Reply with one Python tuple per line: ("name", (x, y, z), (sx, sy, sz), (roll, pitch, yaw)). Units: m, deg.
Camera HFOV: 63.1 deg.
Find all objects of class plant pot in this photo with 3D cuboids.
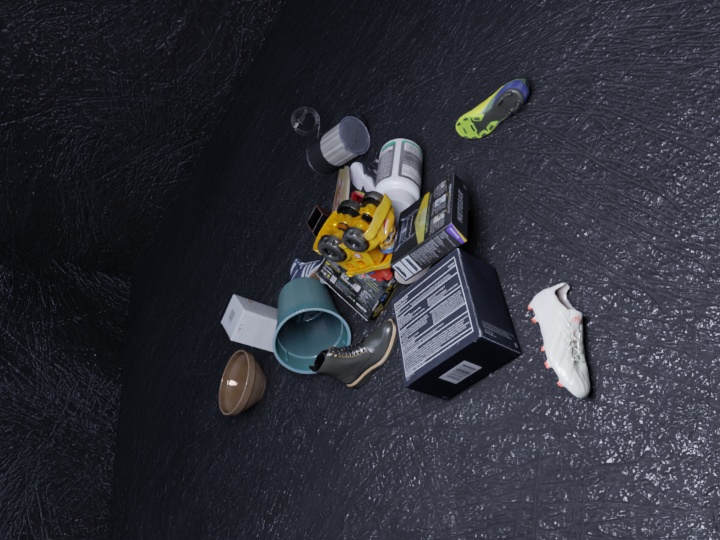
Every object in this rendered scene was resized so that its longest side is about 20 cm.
("plant pot", (-0.357, 0.356, 1.823), (0.200, 0.092, 0.204), (-36, 44, 43))
("plant pot", (-0.139, 0.129, 1.543), (0.201, 0.198, 0.197), (-56, 27, 20))

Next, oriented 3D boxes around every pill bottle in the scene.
("pill bottle", (0.092, -0.212, 1.419), (0.113, 0.112, 0.202), (-34, 36, 43))

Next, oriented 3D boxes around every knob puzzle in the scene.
("knob puzzle", (-0.043, -0.169, 1.526), (0.220, 0.030, 0.224), (-171, 90, -79))

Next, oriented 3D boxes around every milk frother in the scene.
("milk frother", (-0.097, -0.419, 1.778), (0.187, 0.198, 0.183), (-20, 51, 50))

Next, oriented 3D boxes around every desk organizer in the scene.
("desk organizer", (-0.085, -0.110, 1.692), (0.072, 0.076, 0.200), (-58, 33, 16))

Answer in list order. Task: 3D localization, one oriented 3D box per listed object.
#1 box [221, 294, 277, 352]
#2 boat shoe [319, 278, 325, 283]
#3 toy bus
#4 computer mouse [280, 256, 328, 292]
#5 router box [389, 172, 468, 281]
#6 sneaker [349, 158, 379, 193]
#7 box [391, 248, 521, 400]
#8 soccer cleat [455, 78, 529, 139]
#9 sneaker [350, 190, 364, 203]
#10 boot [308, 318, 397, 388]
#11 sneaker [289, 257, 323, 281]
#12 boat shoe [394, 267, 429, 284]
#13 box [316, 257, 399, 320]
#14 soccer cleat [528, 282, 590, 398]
("box", (-0.292, 0.163, 1.733), (0.099, 0.198, 0.124), (-64, 31, 7))
("boat shoe", (-0.029, -0.009, 1.535), (0.198, 0.071, 0.063), (-16, 83, 38))
("toy bus", (0.023, -0.056, 1.303), (0.199, 0.192, 0.137), (-14, 38, 50))
("computer mouse", (-0.156, 0.050, 1.740), (0.198, 0.052, 0.140), (-27, 48, 32))
("router box", (0.142, -0.091, 1.190), (0.156, 0.052, 0.201), (-35, 24, 31))
("sneaker", (0.064, -0.210, 1.522), (0.201, 0.113, 0.076), (56, 147, 14))
("box", (0.175, 0.105, 1.120), (0.200, 0.122, 0.201), (-41, 42, 35))
("soccer cleat", (0.291, -0.352, 1.287), (0.199, 0.065, 0.084), (-25, 22, 54))
("sneaker", (0.011, -0.132, 1.544), (0.078, 0.089, 0.202), (-44, 41, 31))
("boot", (-0.014, 0.183, 1.352), (0.201, 0.137, 0.078), (-56, 33, 18))
("sneaker", (-0.130, -0.006, 1.654), (0.199, 0.070, 0.110), (-37, 44, 27))
("boat shoe", (0.138, -0.068, 1.341), (0.201, 0.074, 0.093), (-53, 28, 11))
("box", (0.000, 0.000, 1.443), (0.199, 0.049, 0.161), (40, 106, 27))
("soccer cleat", (0.329, 0.106, 0.940), (0.077, 0.069, 0.202), (-42, 38, 32))
